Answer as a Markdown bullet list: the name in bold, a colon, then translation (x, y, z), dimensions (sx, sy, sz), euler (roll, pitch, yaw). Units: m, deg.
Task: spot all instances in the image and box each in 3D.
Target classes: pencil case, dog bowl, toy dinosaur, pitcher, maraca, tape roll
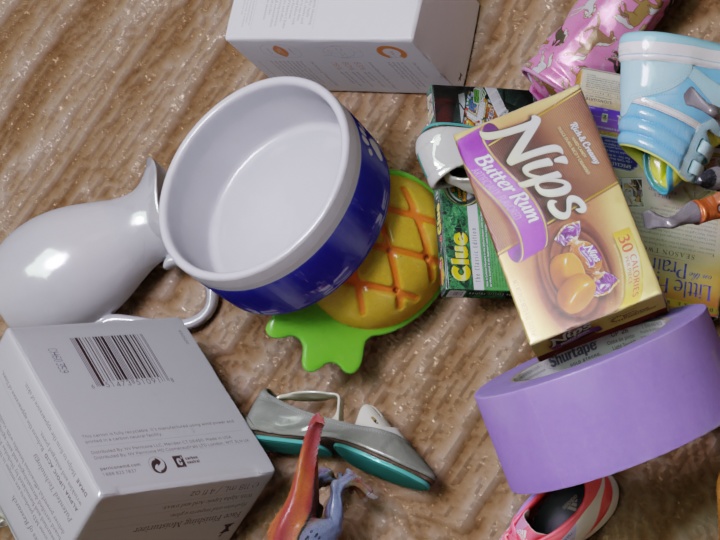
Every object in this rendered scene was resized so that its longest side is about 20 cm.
- **pencil case**: translation (0.226, -0.231, 1.658), dimensions (0.083, 0.087, 0.200), euler (34, 88, 12)
- **dog bowl**: translation (-0.076, -0.065, 1.626), dimensions (0.199, 0.079, 0.201), euler (-17, 55, 26)
- **toy dinosaur**: translation (-0.076, 0.244, 1.605), dimensions (0.105, 0.201, 0.182), euler (15, 52, 47)
- **pitcher**: translation (-0.250, 0.008, 1.802), dimensions (0.199, 0.121, 0.172), euler (-28, 77, 3)
- **maraca**: translation (0.000, 0.000, 1.663), dimensions (0.137, 0.107, 0.200), euler (43, 80, -3)
- **tape roll**: translation (0.197, 0.101, 1.476), dimensions (0.199, 0.200, 0.085), euler (-20, 93, 19)

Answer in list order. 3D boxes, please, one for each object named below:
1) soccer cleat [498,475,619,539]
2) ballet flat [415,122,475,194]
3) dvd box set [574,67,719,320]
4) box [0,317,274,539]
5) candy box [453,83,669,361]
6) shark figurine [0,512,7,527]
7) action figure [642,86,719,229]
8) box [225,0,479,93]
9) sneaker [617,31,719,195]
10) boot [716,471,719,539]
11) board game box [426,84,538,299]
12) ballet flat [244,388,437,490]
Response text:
- **soccer cleat**: translation (0.133, 0.238, 1.541), dimensions (0.200, 0.073, 0.068), euler (-49, 59, 3)
- **ballet flat**: translation (0.147, -0.092, 1.624), dimensions (0.199, 0.069, 0.070), euler (0, 69, -6)
- **dvd box set**: translation (0.244, -0.064, 1.581), dimensions (0.145, 0.029, 0.201), euler (9, 75, -4)
- **box**: translation (-0.221, 0.159, 1.658), dimensions (0.200, 0.198, 0.131), euler (55, 128, 30)
- **candy box**: translation (0.164, -0.040, 1.522), dimensions (0.116, 0.056, 0.201), euler (-21, 68, 8)
- **shark figurine**: translation (-0.323, 0.204, 1.769), dimensions (0.090, 0.213, 0.129), euler (-89, 23, -61)
- **action figure**: translation (0.331, -0.043, 1.497), dimensions (0.105, 0.192, 0.201), euler (-149, 71, -72)
- **box**: translation (-0.006, -0.236, 1.751), dimensions (0.199, 0.124, 0.098), euler (5, 74, 27)
- **sneaker**: translation (0.301, -0.122, 1.554), dimensions (0.199, 0.080, 0.131), euler (9, 89, -14)
- **boot**: translation (0.365, 0.167, 1.450), dimensions (0.071, 0.200, 0.145), euler (-142, 49, -63)
- **board game box**: translation (0.117, -0.071, 1.657), dimensions (0.104, 0.023, 0.201), euler (4, 67, -15)
- **ballet flat**: translation (-0.015, 0.143, 1.656), dimensions (0.199, 0.067, 0.064), euler (11, 68, 29)
